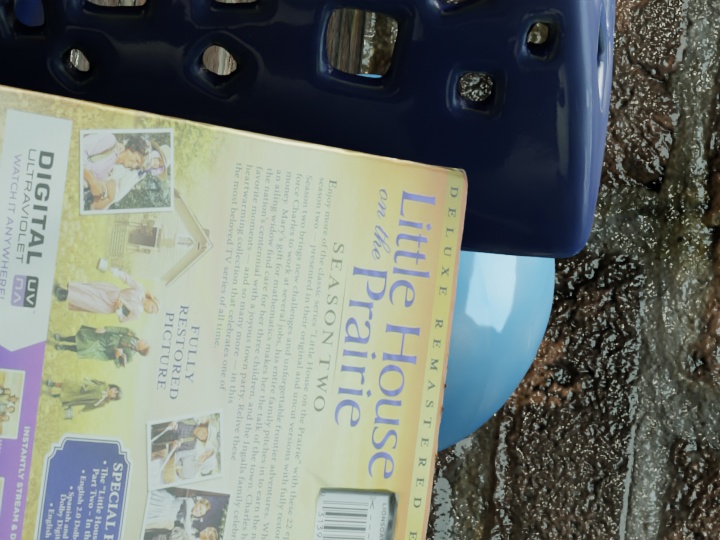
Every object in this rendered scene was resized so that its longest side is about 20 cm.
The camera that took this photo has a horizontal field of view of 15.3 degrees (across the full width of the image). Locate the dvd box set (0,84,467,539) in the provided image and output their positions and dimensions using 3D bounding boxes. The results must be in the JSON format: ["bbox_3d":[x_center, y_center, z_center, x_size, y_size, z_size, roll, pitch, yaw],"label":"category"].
[{"bbox_3d":[-0.057,0.031,0.706,0.200,0.029,0.147,7,90,-44],"label":"dvd box set"}]

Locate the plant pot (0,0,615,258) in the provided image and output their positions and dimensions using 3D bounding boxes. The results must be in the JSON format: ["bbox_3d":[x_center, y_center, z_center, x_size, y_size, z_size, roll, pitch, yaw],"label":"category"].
[{"bbox_3d":[-0.012,-0.135,0.841,0.200,0.199,0.180,-78,174,-58],"label":"plant pot"}]

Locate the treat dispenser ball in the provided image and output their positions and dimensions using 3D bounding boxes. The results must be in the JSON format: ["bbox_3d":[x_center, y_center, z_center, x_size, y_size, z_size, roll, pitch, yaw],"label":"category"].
[{"bbox_3d":[0.000,0.000,1.373,0.201,0.200,0.202,6,90,-87],"label":"treat dispenser ball"}]
